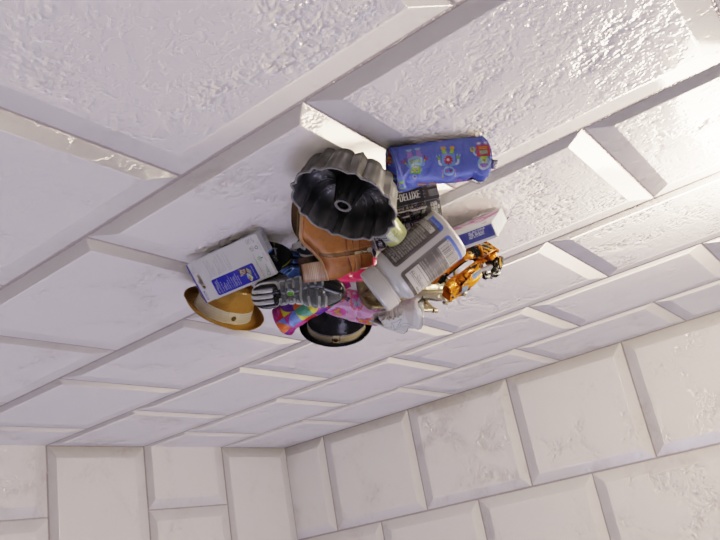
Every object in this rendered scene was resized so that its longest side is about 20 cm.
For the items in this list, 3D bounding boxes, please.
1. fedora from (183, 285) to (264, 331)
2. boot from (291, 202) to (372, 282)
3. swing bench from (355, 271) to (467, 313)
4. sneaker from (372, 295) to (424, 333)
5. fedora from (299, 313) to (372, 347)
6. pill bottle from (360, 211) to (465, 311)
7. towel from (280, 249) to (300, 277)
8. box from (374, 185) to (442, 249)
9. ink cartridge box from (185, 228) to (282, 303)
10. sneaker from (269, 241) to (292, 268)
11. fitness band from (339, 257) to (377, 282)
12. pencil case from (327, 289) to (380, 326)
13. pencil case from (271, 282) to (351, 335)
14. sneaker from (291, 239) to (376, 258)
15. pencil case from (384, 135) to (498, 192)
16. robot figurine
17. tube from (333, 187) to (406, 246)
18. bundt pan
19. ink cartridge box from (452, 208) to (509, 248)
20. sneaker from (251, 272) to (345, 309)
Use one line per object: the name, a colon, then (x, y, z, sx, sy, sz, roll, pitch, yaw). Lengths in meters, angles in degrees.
fedora: (-0.306, 0.061, 1.761, 0.200, 0.201, 0.082, 9, 115, -42)
boot: (-0.053, -0.074, 1.512, 0.154, 0.202, 0.077, -13, -157, -12)
swing bench: (0.121, 0.034, 1.877, 0.197, 0.131, 0.200, 3, 156, -27)
sneaker: (0.091, 0.108, 1.784, 0.086, 0.075, 0.200, 6, 159, -19)
fedora: (-0.068, 0.119, 2.034, 0.199, 0.201, 0.092, -8, 124, -9)
pill bottle: (0.104, -0.016, 1.533, 0.200, 0.114, 0.114, -38, 158, -2)
towel: (-0.161, 0.012, 1.804, 0.111, 0.049, 0.200, 2, 155, -32)
box: (0.093, -0.116, 1.599, 0.156, 0.050, 0.200, -14, 159, 5)
ink cartridge box: (-0.272, -0.009, 1.624, 0.199, 0.100, 0.039, -21, -166, 24)
sneaker: (-0.232, -0.014, 1.688, 0.198, 0.075, 0.081, -13, 168, 25)
fitness band: (0.000, 0.000, 1.678, 0.142, 0.038, 0.200, -8, 174, 21)
pencil case: (-0.036, 0.083, 1.940, 0.198, 0.088, 0.088, 14, 154, -11)
pencil case: (-0.120, 0.079, 1.843, 0.199, 0.089, 0.088, -31, 153, 19)
sneaker: (-0.066, -0.048, 1.666, 0.129, 0.080, 0.198, -16, 169, 39)
pencil case: (0.144, -0.193, 1.379, 0.198, 0.088, 0.078, -7, -179, -7)
robot figurine: (0.240, -0.014, 1.754, 0.199, 0.145, 0.058, -35, 146, -27)
tube: (0.016, -0.128, 1.463, 0.058, 0.052, 0.200, -48, 122, -5)
bundt pan: (-0.021, -0.143, 1.357, 0.200, 0.076, 0.202, 15, 148, 9)
ink cartridge box: (0.229, -0.083, 1.717, 0.195, 0.044, 0.200, -21, -171, 23)
sneaker: (-0.135, 0.031, 1.628, 0.198, 0.076, 0.116, -1, -164, -8)
